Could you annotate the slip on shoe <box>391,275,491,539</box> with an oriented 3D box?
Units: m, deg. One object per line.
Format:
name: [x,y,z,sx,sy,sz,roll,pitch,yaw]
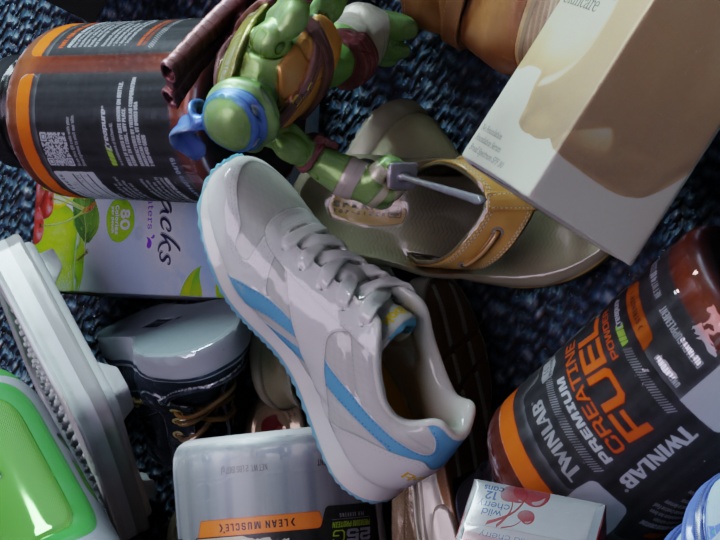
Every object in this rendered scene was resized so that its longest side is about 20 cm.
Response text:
slip on shoe: [0.039,0.105,1.048,0.060,0.076,0.202,-11,88,34]

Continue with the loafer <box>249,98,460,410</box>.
loafer: [0.000,0.000,1.081,0.068,0.075,0.202,33,105,31]

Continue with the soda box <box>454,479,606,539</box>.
soda box: [0.086,0.194,0.924,0.069,0.064,0.201,8,137,17]

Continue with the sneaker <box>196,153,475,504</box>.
sneaker: [-0.011,0.019,0.980,0.081,0.076,0.201,-36,85,41]

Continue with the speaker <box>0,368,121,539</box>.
speaker: [-0.208,0.147,1.144,0.089,0.088,0.200,-60,43,19]

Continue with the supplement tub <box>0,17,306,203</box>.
supplement tub: [-0.136,-0.095,1.094,0.198,0.106,0.108,5,90,37]

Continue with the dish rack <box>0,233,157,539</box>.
dish rack: [-0.181,0.075,1.183,0.172,0.043,0.201,56,164,29]

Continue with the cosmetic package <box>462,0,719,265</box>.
cosmetic package: [0.144,-0.114,0.920,0.201,0.071,0.105,-58,22,3]

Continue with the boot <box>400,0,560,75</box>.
boot: [0.097,-0.209,1.020,0.154,0.073,0.202,23,99,42]

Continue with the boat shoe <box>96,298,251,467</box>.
boat shoe: [-0.099,0.071,1.121,0.092,0.070,0.200,66,162,-9]

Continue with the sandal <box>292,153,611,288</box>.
sandal: [0.054,-0.034,1.012,0.198,0.054,0.081,2,83,10]

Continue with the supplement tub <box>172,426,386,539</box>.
supplement tub: [-0.041,0.193,1.053,0.122,0.122,0.202,-11,81,38]

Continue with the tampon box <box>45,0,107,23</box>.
tampon box: [-0.184,-0.296,1.186,0.201,0.125,0.150,-54,30,23]

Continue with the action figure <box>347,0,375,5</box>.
action figure: [-0.031,-0.248,1.131,0.130,0.069,0.202,-39,60,39]

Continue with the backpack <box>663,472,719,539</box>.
backpack: [0.217,0.158,0.809,0.146,0.199,0.185,-29,72,31]

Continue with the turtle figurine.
turtle figurine: [0.009,-0.116,0.970,0.199,0.194,0.144,-26,111,28]

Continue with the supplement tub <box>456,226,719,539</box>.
supplement tub: [0.138,0.078,0.935,0.200,0.106,0.107,-46,61,27]

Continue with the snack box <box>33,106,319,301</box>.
snack box: [-0.121,-0.066,1.190,0.198,0.067,0.171,1,87,37]

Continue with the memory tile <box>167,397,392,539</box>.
memory tile: [-0.039,0.189,1.141,0.154,0.017,0.200,-52,58,25]
